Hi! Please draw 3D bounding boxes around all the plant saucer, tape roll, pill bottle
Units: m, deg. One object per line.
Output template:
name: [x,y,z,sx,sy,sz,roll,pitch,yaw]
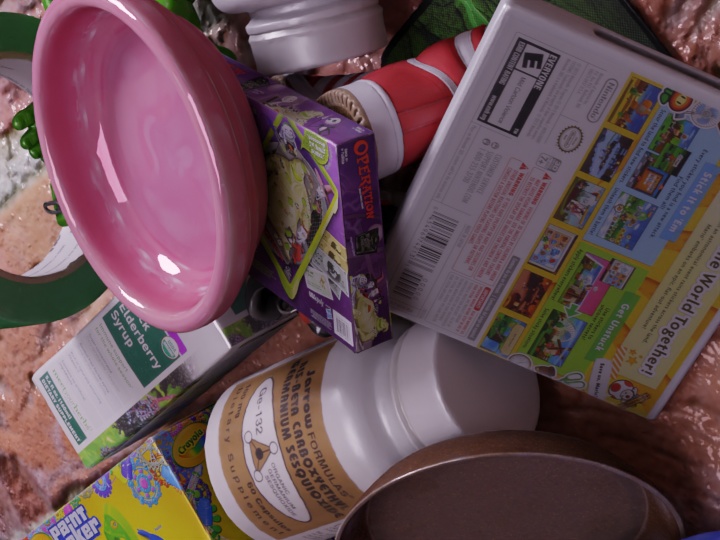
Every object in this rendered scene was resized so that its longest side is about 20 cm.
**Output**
plant saucer: [-0.115,-0.067,0.954,0.200,0.051,0.202,33,134,41]
plant saucer: [0.084,0.149,0.960,0.198,0.035,0.201,0,138,0]
tape roll: [-0.230,-0.064,1.096,0.048,0.200,0.202,-8,102,41]
pill bottle: [-0.044,-0.215,0.940,0.109,0.109,0.202,-4,105,41]
pill bottle: [0.007,0.093,1.016,0.199,0.114,0.115,-26,90,43]

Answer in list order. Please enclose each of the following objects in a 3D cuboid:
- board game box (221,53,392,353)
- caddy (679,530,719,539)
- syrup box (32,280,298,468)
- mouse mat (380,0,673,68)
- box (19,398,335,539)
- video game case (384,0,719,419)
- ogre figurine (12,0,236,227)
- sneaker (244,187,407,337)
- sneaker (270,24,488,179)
board game box: [-0.048,-0.046,0.944,0.200,0.032,0.121,34,140,52]
caddy: [0.180,0.229,0.904,0.142,0.105,0.199,47,134,-13]
syrup box: [-0.132,0.049,1.139,0.200,0.081,0.079,-39,82,43]
mouse mat: [0.106,-0.088,0.934,0.201,0.008,0.161,53,132,10]
box: [-0.104,0.211,1.152,0.200,0.122,0.194,-37,83,43]
video game case: [0.117,-0.027,0.878,0.181,0.023,0.201,22,126,-5]
ogre figurine: [-0.149,-0.137,1.070,0.119,0.098,0.202,-6,60,34]
sneaker: [0.000,0.000,0.997,0.199,0.077,0.083,-6,74,52]
sneaker: [0.019,-0.093,0.967,0.200,0.112,0.072,-159,51,-69]
